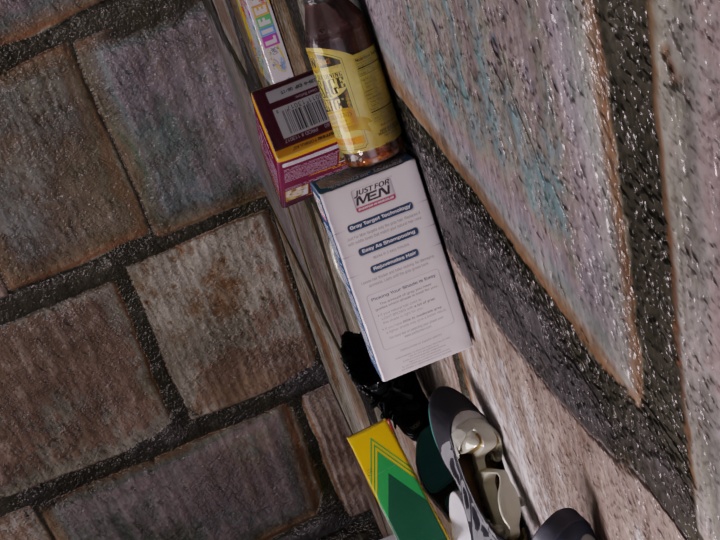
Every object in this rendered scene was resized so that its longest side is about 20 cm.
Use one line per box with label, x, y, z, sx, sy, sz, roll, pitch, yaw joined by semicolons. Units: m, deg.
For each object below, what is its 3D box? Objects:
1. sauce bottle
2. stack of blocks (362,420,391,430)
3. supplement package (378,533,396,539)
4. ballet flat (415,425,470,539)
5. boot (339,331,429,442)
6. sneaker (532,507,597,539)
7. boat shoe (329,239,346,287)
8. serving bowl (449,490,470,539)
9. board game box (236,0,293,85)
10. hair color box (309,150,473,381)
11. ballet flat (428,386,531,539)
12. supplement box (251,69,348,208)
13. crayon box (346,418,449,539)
sauce bottle;-0.016;-0.197;1.184;0.066;0.065;0.202;-132;21;-73
stack of blocks;0.045;0.366;2.532;0.200;0.058;0.116;104;144;-79
supplement package;0.091;0.726;2.917;0.192;0.145;0.202;82;166;-64
ballet flat;0.123;0.280;1.595;0.201;0.069;0.070;-119;10;-48
boot;0.021;0.134;1.719;0.163;0.073;0.199;47;-175;-45
sneaker;0.190;0.277;1.031;0.082;0.070;0.202;35;152;48
boat shoe;0.001;0.000;1.653;0.072;0.069;0.203;46;160;59
serving bowl;0.153;0.339;1.413;0.200;0.065;0.203;170;90;-84
board game box;-0.154;-0.380;1.908;0.135;0.034;0.202;-125;15;-64
hair color box;0.031;-0.006;1.241;0.061;0.099;0.202;-125;16;-70
ballet flat;0.127;0.203;1.307;0.073;0.072;0.202;85;169;-69
supplement box;-0.058;-0.154;1.480;0.200;0.109;0.087;98;151;-77
crayon box;0.048;0.276;1.580;0.174;0.058;0.200;61;177;9
